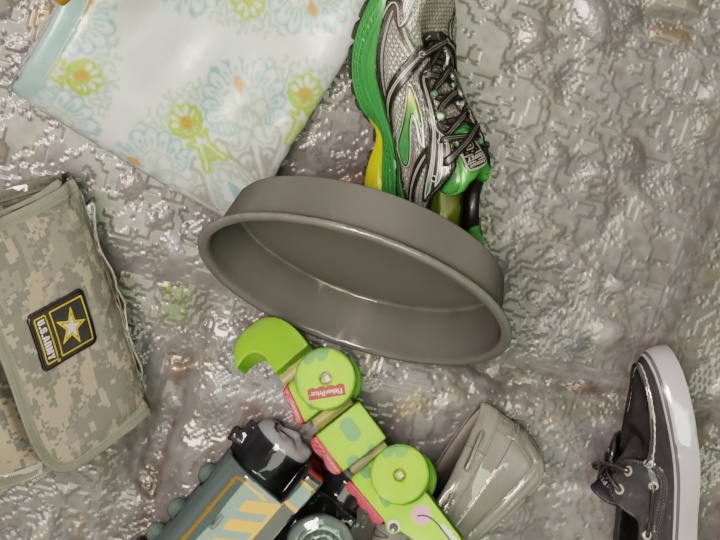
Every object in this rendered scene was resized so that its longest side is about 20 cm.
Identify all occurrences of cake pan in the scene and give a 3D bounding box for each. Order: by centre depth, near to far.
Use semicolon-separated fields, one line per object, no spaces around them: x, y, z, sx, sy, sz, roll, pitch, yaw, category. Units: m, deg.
0.000;0.000;1.034;0.199;0.200;0.037;24;69;-15;cake pan

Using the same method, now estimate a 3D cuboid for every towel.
-0.092;-0.151;1.039;0.170;0.048;0.201;31;99;-16;towel

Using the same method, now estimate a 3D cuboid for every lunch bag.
-0.236;0.046;1.038;0.198;0.118;0.166;-20;108;-10;lunch bag

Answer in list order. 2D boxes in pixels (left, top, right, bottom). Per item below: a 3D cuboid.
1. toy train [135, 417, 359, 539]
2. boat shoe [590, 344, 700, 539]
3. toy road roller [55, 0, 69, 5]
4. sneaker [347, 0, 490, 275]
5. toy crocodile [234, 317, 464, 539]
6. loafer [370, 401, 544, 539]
-0.086;0.192;1.125;0.114;0.085;0.200;40;96;-8;toy train
0.189;0.149;1.167;0.065;0.070;0.202;-8;115;-9;boat shoe
-0.173;-0.253;0.918;0.123;0.200;0.146;-42;130;5;toy road roller
0.048;-0.093;1.050;0.078;0.085;0.202;-22;116;-38;sneaker
-0.004;0.110;1.088;0.062;0.068;0.201;-38;84;0;toy crocodile
0.036;0.174;1.147;0.070;0.070;0.200;44;87;-13;loafer
